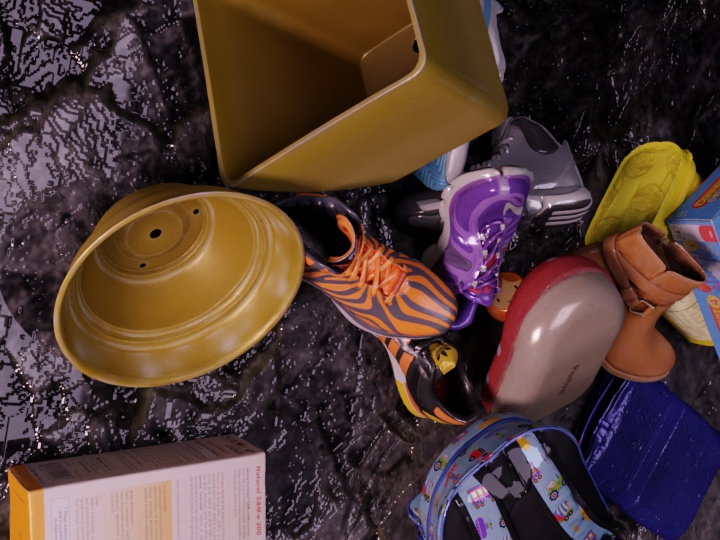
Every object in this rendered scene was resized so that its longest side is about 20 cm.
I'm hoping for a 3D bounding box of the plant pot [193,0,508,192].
[{"bbox_3d":[0.007,-0.174,0.825,0.176,0.199,0.201,14,58,-49],"label":"plant pot"}]

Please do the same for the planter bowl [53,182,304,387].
[{"bbox_3d":[-0.150,-0.007,0.810,0.200,0.084,0.201,-20,141,-17],"label":"planter bowl"}]

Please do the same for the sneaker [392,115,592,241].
[{"bbox_3d":[0.120,-0.096,1.008,0.199,0.075,0.116,-4,69,-14],"label":"sneaker"}]

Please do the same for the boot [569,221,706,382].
[{"bbox_3d":[0.293,0.037,1.052,0.199,0.155,0.074,29,49,-23],"label":"boot"}]

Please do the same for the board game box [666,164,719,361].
[{"bbox_3d":[0.435,-0.027,1.111,0.196,0.056,0.201,-40,116,-27],"label":"board game box"}]

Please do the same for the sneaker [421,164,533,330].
[{"bbox_3d":[0.111,-0.017,0.929,0.080,0.200,0.084,-4,55,-14],"label":"sneaker"}]

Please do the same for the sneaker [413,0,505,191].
[{"bbox_3d":[0.093,-0.171,0.954,0.080,0.076,0.201,9,82,-29],"label":"sneaker"}]

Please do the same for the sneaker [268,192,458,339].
[{"bbox_3d":[0.000,0.000,0.871,0.199,0.112,0.078,25,81,-7],"label":"sneaker"}]

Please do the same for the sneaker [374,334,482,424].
[{"bbox_3d":[0.055,0.060,0.961,0.070,0.090,0.201,-38,113,-22],"label":"sneaker"}]

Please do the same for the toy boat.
[{"bbox_3d":[0.169,0.053,1.017,0.130,0.131,0.200,-23,149,-24],"label":"toy boat"}]

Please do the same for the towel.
[{"bbox_3d":[0.324,0.206,1.173,0.200,0.049,0.148,36,80,-28],"label":"towel"}]

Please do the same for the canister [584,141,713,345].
[{"bbox_3d":[0.355,-0.024,1.140,0.200,0.086,0.149,37,74,-31],"label":"canister"}]

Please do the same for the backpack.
[{"bbox_3d":[0.132,0.223,0.976,0.182,0.134,0.200,-36,124,-11],"label":"backpack"}]

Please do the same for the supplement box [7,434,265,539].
[{"bbox_3d":[-0.180,0.214,0.845,0.199,0.073,0.127,-3,97,-31],"label":"supplement box"}]
